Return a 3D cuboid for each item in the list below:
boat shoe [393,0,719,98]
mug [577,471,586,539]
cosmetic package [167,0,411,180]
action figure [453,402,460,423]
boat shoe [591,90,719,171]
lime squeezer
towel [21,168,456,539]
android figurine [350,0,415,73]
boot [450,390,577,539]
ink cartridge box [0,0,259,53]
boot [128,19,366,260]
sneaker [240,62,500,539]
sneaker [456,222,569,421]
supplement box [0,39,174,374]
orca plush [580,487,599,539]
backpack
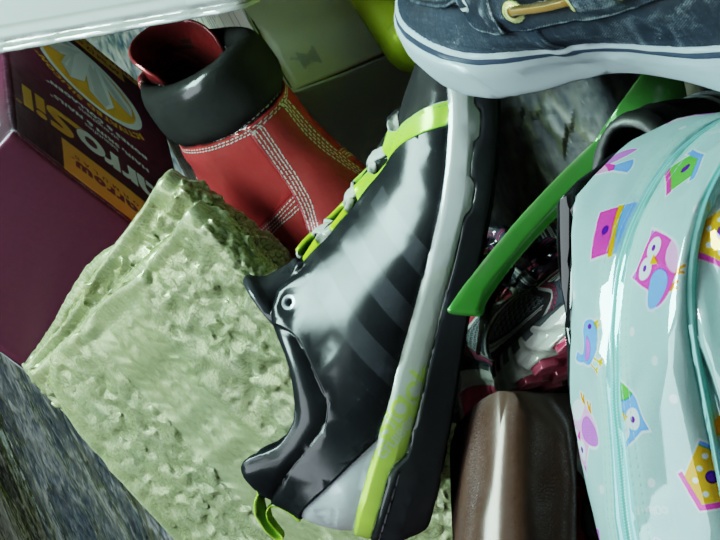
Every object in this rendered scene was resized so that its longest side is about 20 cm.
[{"bbox_3d":[0.057,-0.104,0.648,0.091,0.071,0.200,47,160,-28],"label":"boat shoe"},{"bbox_3d":[0.059,0.187,0.890,0.200,0.133,0.178,-105,-6,-72],"label":"mug"},{"bbox_3d":[-0.037,-0.088,1.032,0.104,0.073,0.200,62,161,16],"label":"cosmetic package"},{"bbox_3d":[-0.007,0.091,1.000,0.069,0.200,0.130,23,167,46],"label":"action figure"},{"bbox_3d":[0.097,0.043,0.712,0.069,0.057,0.201,5,96,46],"label":"boat shoe"},{"bbox_3d":[0.076,-0.081,0.751,0.038,0.070,0.201,18,-102,-71],"label":"lime squeezer"},{"bbox_3d":[-0.036,0.066,0.892,0.200,0.036,0.148,46,132,1],"label":"towel"},{"bbox_3d":[0.022,-0.153,0.849,0.200,0.041,0.182,58,159,31],"label":"android figurine"},{"bbox_3d":[0.049,0.112,0.727,0.186,0.064,0.200,97,-179,-63],"label":"boot"},{"bbox_3d":[-0.115,-0.197,0.871,0.145,0.085,0.200,-6,114,25],"label":"ink cartridge box"},{"bbox_3d":[-0.048,-0.040,0.938,0.144,0.072,0.200,48,164,-7],"label":"boot"},{"bbox_3d":[0.000,0.000,0.790,0.072,0.083,0.200,2,-82,-86],"label":"sneaker"},{"bbox_3d":[0.068,0.012,0.847,0.200,0.080,0.075,140,112,-71],"label":"sneaker"},{"bbox_3d":[-0.148,-0.043,1.009,0.110,0.086,0.200,39,-166,-27],"label":"supplement box"},{"bbox_3d":[0.146,0.099,0.801,0.105,0.071,0.200,-14,109,26],"label":"orca plush"},{"bbox_3d":[0.135,0.048,0.620,0.126,0.167,0.200,-4,101,54],"label":"backpack"}]
